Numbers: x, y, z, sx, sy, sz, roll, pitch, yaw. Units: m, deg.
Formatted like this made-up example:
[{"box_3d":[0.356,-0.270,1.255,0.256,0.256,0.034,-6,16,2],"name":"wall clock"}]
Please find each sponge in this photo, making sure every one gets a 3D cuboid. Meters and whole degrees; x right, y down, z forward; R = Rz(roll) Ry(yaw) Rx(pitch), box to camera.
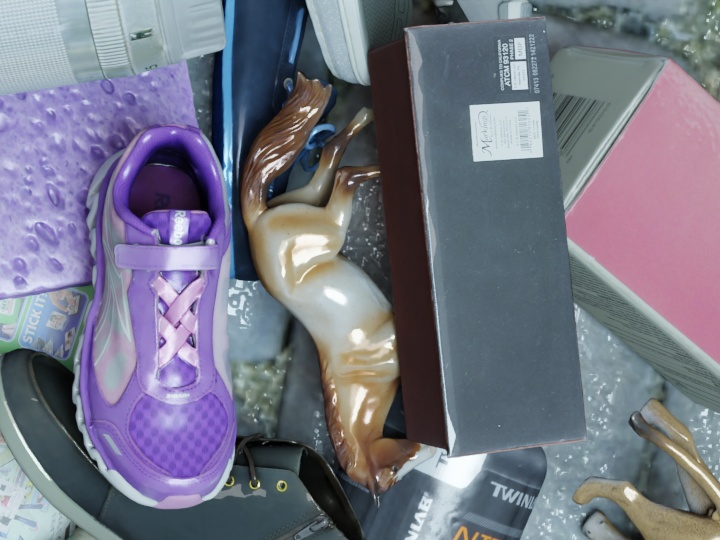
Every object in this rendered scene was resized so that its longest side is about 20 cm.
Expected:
[{"box_3d":[-0.178,-0.042,1.118,0.198,0.030,0.113,-10,85,-17],"name":"sponge"}]

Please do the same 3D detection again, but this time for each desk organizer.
[{"box_3d":[0.054,-0.016,1.042,0.071,0.077,0.202,-6,91,-16],"name":"desk organizer"}]

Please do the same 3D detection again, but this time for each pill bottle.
[{"box_3d":[0.034,0.131,1.148,0.105,0.106,0.202,23,89,-11],"name":"pill bottle"}]

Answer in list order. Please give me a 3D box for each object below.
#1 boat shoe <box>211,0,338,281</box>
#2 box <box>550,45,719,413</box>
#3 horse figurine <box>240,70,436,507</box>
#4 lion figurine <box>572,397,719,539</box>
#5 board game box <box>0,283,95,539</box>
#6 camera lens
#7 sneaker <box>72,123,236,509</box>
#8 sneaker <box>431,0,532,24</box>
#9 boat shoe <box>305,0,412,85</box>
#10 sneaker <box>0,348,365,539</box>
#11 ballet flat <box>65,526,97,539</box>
[{"box_3d":[-0.042,-0.094,1.134,0.068,0.084,0.202,2,95,-10],"name":"boat shoe"},{"box_3d":[0.171,-0.015,1.136,0.200,0.128,0.109,38,84,-22],"name":"box"},{"box_3d":[0.000,0.000,1.092,0.132,0.050,0.201,-36,96,-5],"name":"horse figurine"},{"box_3d":[0.169,0.161,1.154,0.122,0.201,0.072,40,62,20],"name":"lion figurine"},{"box_3d":[-0.190,0.095,1.144,0.133,0.029,0.202,19,90,-12],"name":"board game box"},{"box_3d":[-0.173,-0.168,1.056,0.198,0.160,0.162,-9,95,-2],"name":"camera lens"},{"box_3d":[-0.095,0.013,1.047,0.080,0.089,0.202,3,64,-17],"name":"sneaker"},{"box_3d":[0.035,-0.171,1.156,0.114,0.075,0.202,8,83,-5],"name":"sneaker"},{"box_3d":[-0.025,-0.191,1.102,0.064,0.074,0.204,-14,93,28],"name":"boat shoe"},{"box_3d":[-0.092,0.094,1.094,0.106,0.075,0.200,-38,107,19],"name":"sneaker"},{"box_3d":[-0.091,0.202,1.145,0.200,0.069,0.070,42,85,-26],"name":"ballet flat"}]
